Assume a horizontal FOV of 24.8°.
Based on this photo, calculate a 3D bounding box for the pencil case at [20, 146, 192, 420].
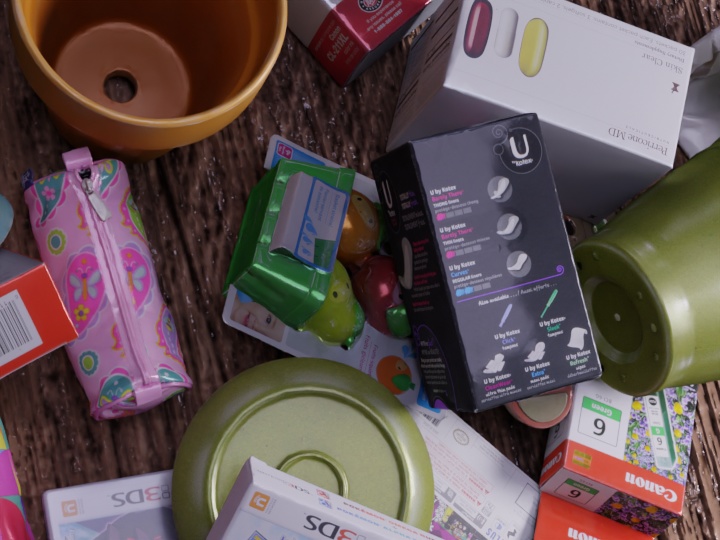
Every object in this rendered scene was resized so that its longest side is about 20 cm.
[{"bbox_3d":[-0.194,0.011,1.251,0.087,0.087,0.201,-14,79,-19],"label":"pencil case"}]

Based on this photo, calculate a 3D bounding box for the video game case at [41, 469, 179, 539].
[{"bbox_3d":[-0.134,0.250,1.231,0.181,0.023,0.201,-8,77,-18],"label":"video game case"}]

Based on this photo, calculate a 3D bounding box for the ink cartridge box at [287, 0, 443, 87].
[{"bbox_3d":[-0.022,-0.282,1.386,0.146,0.083,0.200,-42,89,-22],"label":"ink cartridge box"}]

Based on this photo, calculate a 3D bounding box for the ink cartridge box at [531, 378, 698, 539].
[{"bbox_3d":[0.205,0.157,1.316,0.108,0.050,0.201,22,53,-9],"label":"ink cartridge box"}]

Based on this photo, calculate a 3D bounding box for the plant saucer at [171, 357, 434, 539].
[{"bbox_3d":[-0.040,0.163,1.212,0.199,0.031,0.202,1,82,-9],"label":"plant saucer"}]

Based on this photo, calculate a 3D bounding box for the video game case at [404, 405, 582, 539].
[{"bbox_3d":[0.051,0.203,1.280,0.200,0.036,0.182,40,59,-2],"label":"video game case"}]

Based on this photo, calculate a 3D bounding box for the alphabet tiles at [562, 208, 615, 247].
[{"bbox_3d":[0.123,-0.061,1.405,0.199,0.008,0.168,-7,77,-17],"label":"alphabet tiles"}]

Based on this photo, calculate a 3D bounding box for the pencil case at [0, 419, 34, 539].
[{"bbox_3d":[-0.279,0.179,1.179,0.088,0.088,0.201,-19,81,-20],"label":"pencil case"}]

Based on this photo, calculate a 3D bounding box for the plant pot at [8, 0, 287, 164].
[{"bbox_3d":[-0.172,-0.170,1.256,0.199,0.183,0.202,5,72,-14],"label":"plant pot"}]

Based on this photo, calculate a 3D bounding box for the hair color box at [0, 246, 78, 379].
[{"bbox_3d":[-0.281,0.032,1.155,0.101,0.200,0.062,-29,109,-21],"label":"hair color box"}]

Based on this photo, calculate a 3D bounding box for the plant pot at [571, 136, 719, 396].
[{"bbox_3d":[0.269,0.007,1.309,0.192,0.200,0.201,-21,81,-29],"label":"plant pot"}]

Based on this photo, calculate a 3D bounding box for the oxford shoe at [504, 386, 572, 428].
[{"bbox_3d":[0.110,0.032,1.330,0.070,0.074,0.201,-14,88,-13],"label":"oxford shoe"}]

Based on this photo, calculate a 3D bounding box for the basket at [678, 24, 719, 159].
[{"bbox_3d":[0.372,-0.128,1.431,0.123,0.136,0.201,-31,84,-26],"label":"basket"}]

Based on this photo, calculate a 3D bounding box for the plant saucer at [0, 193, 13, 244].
[{"bbox_3d":[-0.346,-0.018,1.166,0.199,0.200,0.028,-30,120,-21],"label":"plant saucer"}]

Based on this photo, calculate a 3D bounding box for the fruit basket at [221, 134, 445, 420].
[{"bbox_3d":[0.000,0.000,1.296,0.199,0.094,0.186,22,57,-13],"label":"fruit basket"}]

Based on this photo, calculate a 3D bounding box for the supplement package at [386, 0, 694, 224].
[{"bbox_3d":[0.145,-0.138,1.346,0.199,0.156,0.112,18,70,-11],"label":"supplement package"}]

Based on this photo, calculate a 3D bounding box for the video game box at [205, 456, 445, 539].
[{"bbox_3d":[-0.041,0.256,1.169,0.181,0.047,0.201,24,102,-12],"label":"video game box"}]

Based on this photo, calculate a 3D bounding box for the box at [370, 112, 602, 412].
[{"bbox_3d":[0.091,-0.004,1.226,0.105,0.122,0.201,-14,91,-14],"label":"box"}]
